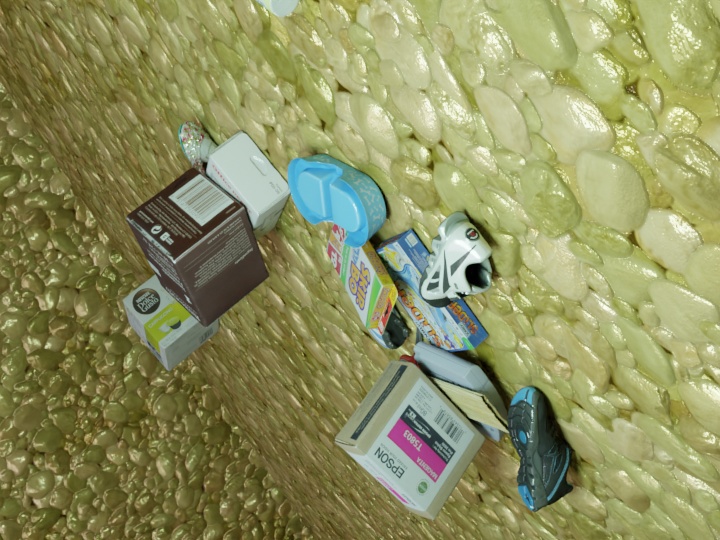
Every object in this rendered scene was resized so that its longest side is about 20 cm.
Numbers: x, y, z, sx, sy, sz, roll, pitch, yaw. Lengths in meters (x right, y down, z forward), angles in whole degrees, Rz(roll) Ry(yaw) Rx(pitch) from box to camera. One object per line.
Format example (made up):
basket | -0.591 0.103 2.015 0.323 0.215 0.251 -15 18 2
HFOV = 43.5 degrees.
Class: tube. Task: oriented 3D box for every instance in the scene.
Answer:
tube | -0.156 -0.406 1.206 0.200 0.052 0.059 42 116 33

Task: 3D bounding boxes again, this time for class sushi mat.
sushi mat | 0.150 0.205 1.450 0.199 0.012 0.096 13 149 53

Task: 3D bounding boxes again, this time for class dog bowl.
dog bowl | -0.036 -0.114 1.392 0.199 0.049 0.113 31 137 41

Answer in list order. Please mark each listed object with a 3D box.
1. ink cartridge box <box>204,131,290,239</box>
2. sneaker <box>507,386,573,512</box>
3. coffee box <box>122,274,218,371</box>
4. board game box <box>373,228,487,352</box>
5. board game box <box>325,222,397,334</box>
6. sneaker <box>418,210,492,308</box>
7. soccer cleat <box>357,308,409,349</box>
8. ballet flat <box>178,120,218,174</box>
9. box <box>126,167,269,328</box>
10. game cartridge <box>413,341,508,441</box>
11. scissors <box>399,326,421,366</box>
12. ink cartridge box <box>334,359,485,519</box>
ink cartridge box | -0.218 -0.147 1.686 0.147 0.083 0.200 50 159 4
sneaker | 0.276 0.264 1.375 0.073 0.081 0.203 -139 37 -64
coffee box | -0.551 0.131 2.643 0.198 0.199 0.201 46 159 13
board game box | 0.100 0.036 1.402 0.201 0.034 0.135 53 159 -6
board game box | 0.000 0.000 1.427 0.201 0.030 0.096 59 144 37
sneaker | 0.135 0.012 1.238 0.088 0.074 0.201 44 158 21
soccer cleat | 0.016 0.054 1.554 0.086 0.070 0.202 23 146 49
ballet flat | -0.300 -0.218 1.785 0.063 0.076 0.201 8 148 15
box | -0.297 -0.042 1.672 0.165 0.164 0.201 36 155 33
game cartridge | 0.171 0.200 1.471 0.132 0.041 0.201 27 157 41
scissors | 0.109 0.156 1.611 0.073 0.014 0.201 49 158 14
ink cartridge box | 0.083 0.270 1.446 0.200 0.166 0.075 45 159 -22
